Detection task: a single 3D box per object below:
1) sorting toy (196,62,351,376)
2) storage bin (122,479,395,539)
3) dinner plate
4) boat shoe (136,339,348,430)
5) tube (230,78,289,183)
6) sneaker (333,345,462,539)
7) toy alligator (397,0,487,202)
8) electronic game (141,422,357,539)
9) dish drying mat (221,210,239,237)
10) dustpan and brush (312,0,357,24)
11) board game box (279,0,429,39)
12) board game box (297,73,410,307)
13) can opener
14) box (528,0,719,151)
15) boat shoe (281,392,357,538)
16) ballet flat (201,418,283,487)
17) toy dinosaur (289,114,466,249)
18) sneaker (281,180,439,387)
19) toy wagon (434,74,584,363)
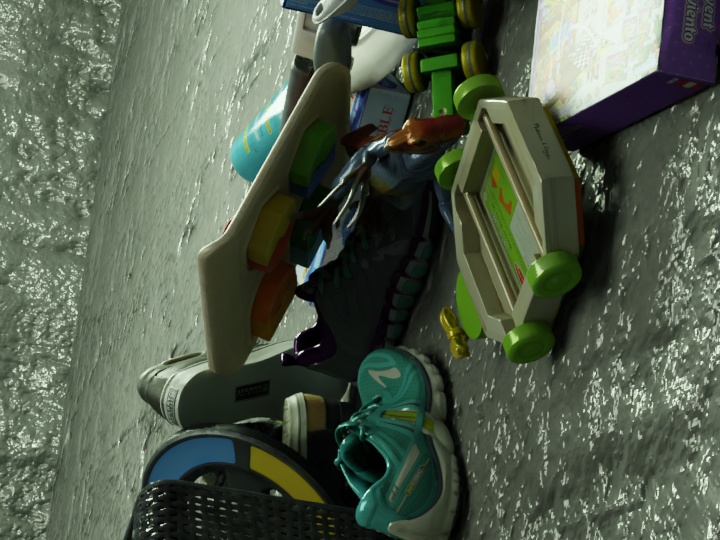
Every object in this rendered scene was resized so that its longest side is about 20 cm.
[{"bbox_3d":[-0.057,-0.034,1.457,0.201,0.036,0.186,-58,-16,-29],"label":"sorting toy"},{"bbox_3d":[-0.078,0.243,1.386,0.094,0.198,0.136,-97,24,-50],"label":"storage bin"},{"bbox_3d":[0.015,-0.247,1.604,0.200,0.024,0.202,-38,40,41],"label":"dinner plate"},{"bbox_3d":[-0.093,0.087,1.559,0.063,0.199,0.072,21,106,42],"label":"boat shoe"},{"bbox_3d":[-0.056,-0.147,1.716,0.200,0.050,0.078,-45,42,50],"label":"tube"},{"bbox_3d":[0.020,0.117,1.350,0.201,0.079,0.078,-104,29,-58],"label":"sneaker"},{"bbox_3d":[0.067,-0.142,1.416,0.054,0.059,0.202,14,-110,-68],"label":"toy alligator"},{"bbox_3d":[-0.086,0.207,1.493,0.042,0.199,0.201,-47,-15,-50],"label":"electronic game"},{"bbox_3d":[-0.062,-0.049,1.526,0.200,0.018,0.077,-42,-27,-57],"label":"dish drying mat"},{"bbox_3d":[0.043,-0.238,1.370,0.200,0.057,0.141,-43,51,33],"label":"dustpan and brush"},{"bbox_3d":[0.035,-0.280,1.428,0.045,0.150,0.202,-110,35,-62],"label":"board game box"},{"bbox_3d":[-0.020,-0.091,1.698,0.200,0.041,0.202,-121,45,-68],"label":"board game box"},{"bbox_3d":[-0.038,-0.149,1.558,0.201,0.053,0.067,105,-177,-54],"label":"can opener"},{"bbox_3d":[0.155,-0.157,1.124,0.200,0.039,0.138,157,121,-72],"label":"box"},{"bbox_3d":[-0.032,0.183,1.531,0.075,0.062,0.202,-106,15,-54],"label":"boat shoe"},{"bbox_3d":[-0.067,0.157,1.613,0.200,0.071,0.073,-10,-64,-67],"label":"ballet flat"},{"bbox_3d":[0.018,-0.083,1.350,0.182,0.104,0.202,-52,38,46],"label":"toy dinosaur"},{"bbox_3d":[0.000,0.000,1.482,0.075,0.087,0.202,-113,36,-63],"label":"sneaker"},{"bbox_3d":[0.089,-0.019,1.206,0.201,0.039,0.156,104,153,-51],"label":"toy wagon"}]
